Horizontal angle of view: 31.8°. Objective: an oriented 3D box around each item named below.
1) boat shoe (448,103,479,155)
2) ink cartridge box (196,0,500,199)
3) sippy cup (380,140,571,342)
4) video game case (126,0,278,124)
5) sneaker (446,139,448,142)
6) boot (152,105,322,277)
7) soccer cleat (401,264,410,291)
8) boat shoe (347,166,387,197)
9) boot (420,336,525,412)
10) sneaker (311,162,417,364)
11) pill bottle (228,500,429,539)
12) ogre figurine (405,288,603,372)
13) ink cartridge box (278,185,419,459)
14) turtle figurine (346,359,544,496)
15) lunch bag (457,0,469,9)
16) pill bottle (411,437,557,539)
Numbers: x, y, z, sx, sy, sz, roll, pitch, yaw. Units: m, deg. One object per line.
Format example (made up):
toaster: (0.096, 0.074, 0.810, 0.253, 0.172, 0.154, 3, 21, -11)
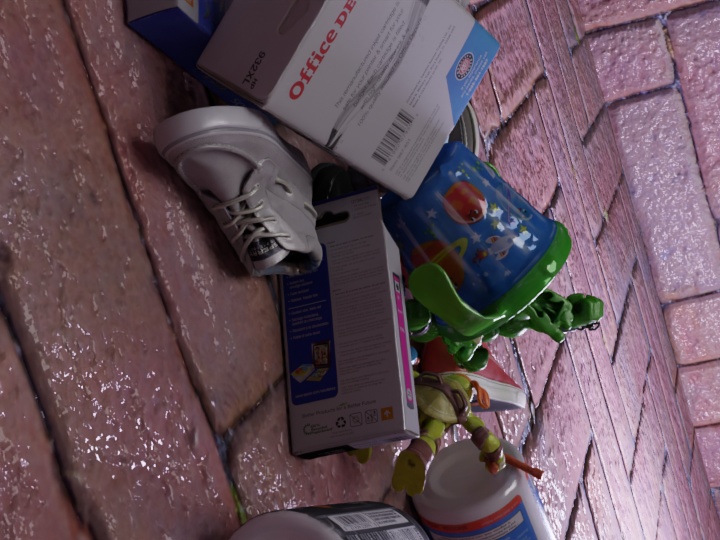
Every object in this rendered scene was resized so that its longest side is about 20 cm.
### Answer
boat shoe: (0.076, -0.202, 1.419, 0.060, 0.072, 0.202, 1, 71, -68)
ink cartridge box: (-0.003, -0.160, 0.938, 0.200, 0.084, 0.145, 27, 95, -54)
sippy cup: (0.085, -0.032, 1.057, 0.130, 0.140, 0.178, 49, -3, -12)
video game case: (-0.111, -0.230, 0.969, 0.200, 0.045, 0.182, 34, 47, -62)
sneaker: (0.068, -0.203, 1.350, 0.082, 0.074, 0.200, 6, 95, -64)
boot: (-0.075, -0.049, 0.900, 0.200, 0.073, 0.096, 19, 53, -68)
soccer cleat: (0.040, -0.018, 1.216, 0.077, 0.067, 0.200, 56, 18, 1)
boat shoe: (0.020, -0.081, 1.195, 0.200, 0.065, 0.072, 65, 12, -84)
boot: (0.119, 0.075, 1.344, 0.200, 0.072, 0.144, 29, 52, -59)
sneaker: (0.000, 0.000, 1.062, 0.073, 0.082, 0.200, 26, 52, -63)
pill bottle: (-0.011, 0.212, 0.861, 0.200, 0.106, 0.106, 20, 58, -67)
ogre figurine: (0.117, 0.043, 1.198, 0.098, 0.200, 0.120, 69, -17, -1)
ink cartridge box: (-0.013, 0.040, 0.981, 0.037, 0.095, 0.200, 32, 48, -61)
turtle figurine: (0.067, 0.129, 1.086, 0.200, 0.064, 0.161, 43, 35, 9)
lunch bag: (0.013, -0.221, 1.127, 0.200, 0.139, 0.168, 62, 45, -71)
pill bottle: (0.131, 0.266, 1.199, 0.112, 0.112, 0.200, -70, 142, -57)
